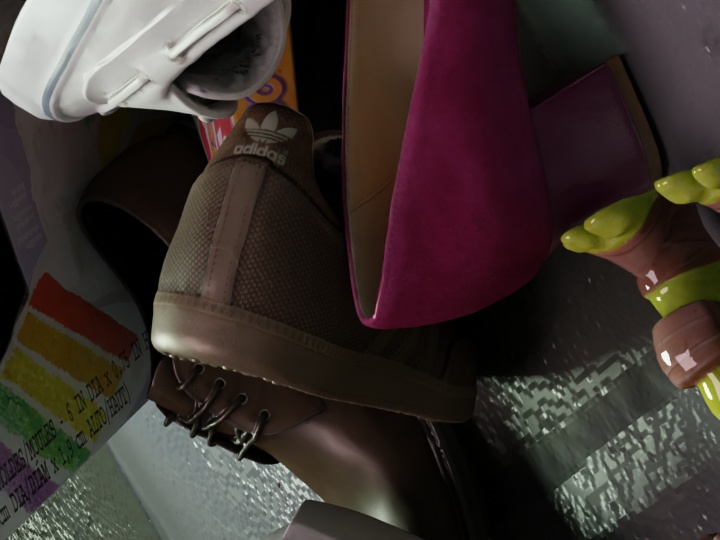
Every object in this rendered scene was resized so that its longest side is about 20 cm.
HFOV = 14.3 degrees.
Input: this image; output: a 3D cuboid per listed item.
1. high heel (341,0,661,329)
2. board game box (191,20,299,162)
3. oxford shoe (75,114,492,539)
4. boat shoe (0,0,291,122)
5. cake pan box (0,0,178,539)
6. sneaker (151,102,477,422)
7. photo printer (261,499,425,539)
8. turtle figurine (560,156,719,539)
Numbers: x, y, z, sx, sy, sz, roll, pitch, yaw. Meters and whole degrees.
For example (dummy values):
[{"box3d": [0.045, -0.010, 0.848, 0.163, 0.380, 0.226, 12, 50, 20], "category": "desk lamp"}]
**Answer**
[{"box3d": [-0.001, -0.086, 0.777, 0.201, 0.096, 0.067, 65, 155, -4], "category": "high heel"}, {"box3d": [-0.043, -0.107, 0.886, 0.096, 0.030, 0.201, -113, 17, -49], "category": "board game box"}, {"box3d": [-0.030, 0.044, 0.973, 0.200, 0.084, 0.073, 53, 149, 13], "category": "oxford shoe"}, {"box3d": [-0.053, -0.070, 0.794, 0.065, 0.074, 0.200, 38, 167, -2], "category": "boat shoe"}, {"box3d": [-0.130, -0.021, 0.974, 0.052, 0.200, 0.185, -6, 112, 32], "category": "cake pan box"}, {"box3d": [0.000, 0.000, 0.851, 0.070, 0.076, 0.200, 16, 180, 15], "category": "sneaker"}, {"box3d": [0.020, 0.159, 0.948, 0.166, 0.070, 0.200, 30, 150, 4], "category": "photo printer"}, {"box3d": [0.116, 0.049, 0.724, 0.200, 0.064, 0.162, 149, 101, -73], "category": "turtle figurine"}]
